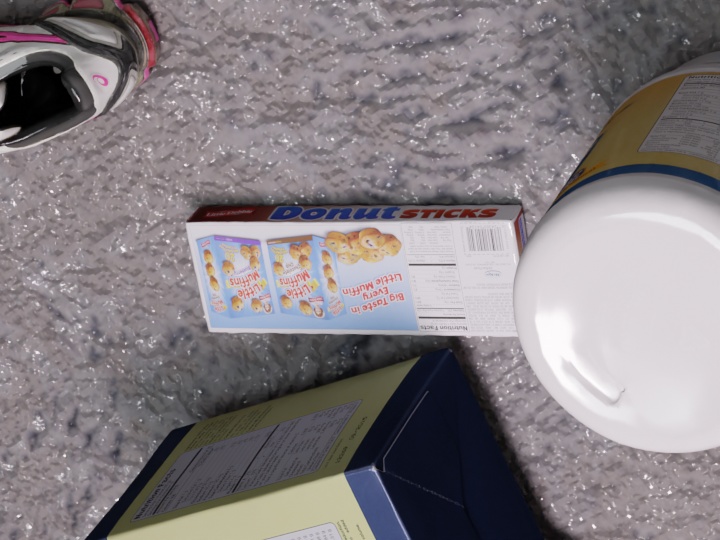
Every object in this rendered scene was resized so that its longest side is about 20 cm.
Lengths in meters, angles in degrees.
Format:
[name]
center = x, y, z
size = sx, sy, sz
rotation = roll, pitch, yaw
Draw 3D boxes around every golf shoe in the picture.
[golf shoe]
center = -0.213, -0.101, 1.618
size = 0.199, 0.092, 0.073
rotation = -15, 111, 31

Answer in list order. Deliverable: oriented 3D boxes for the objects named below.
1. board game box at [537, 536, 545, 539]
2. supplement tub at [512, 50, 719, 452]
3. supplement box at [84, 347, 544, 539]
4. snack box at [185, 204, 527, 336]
[board game box]
center = 0.040, 0.205, 1.714
size = 0.199, 0.026, 0.201
rotation = 33, 124, 4
[supplement tub]
center = 0.169, -0.015, 1.433
size = 0.144, 0.200, 0.146
rotation = 10, 119, 18
[supplement box]
center = -0.012, 0.181, 1.626
size = 0.199, 0.134, 0.201
rotation = -17, 109, 29
[snack box]
center = 0.000, 0.000, 1.621
size = 0.199, 0.024, 0.072
rotation = 0, 117, 23
